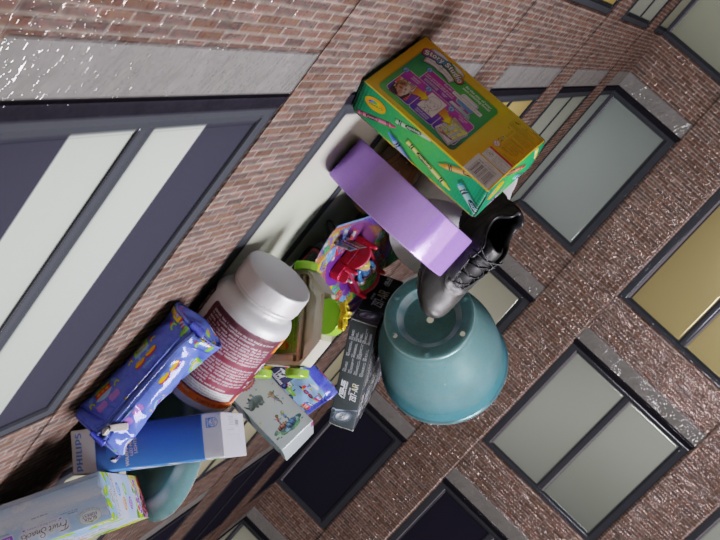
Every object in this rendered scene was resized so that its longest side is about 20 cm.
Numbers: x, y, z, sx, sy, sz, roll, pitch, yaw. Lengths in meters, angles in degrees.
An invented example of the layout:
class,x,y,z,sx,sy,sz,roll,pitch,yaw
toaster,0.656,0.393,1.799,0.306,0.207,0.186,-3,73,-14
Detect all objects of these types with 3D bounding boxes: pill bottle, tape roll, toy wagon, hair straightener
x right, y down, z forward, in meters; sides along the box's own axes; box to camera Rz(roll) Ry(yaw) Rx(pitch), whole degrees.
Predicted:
class,x,y,z,sx,sy,sz,roll,pitch,yaw
pill bottle,-0.162,0.079,1.451,0.200,0.114,0.114,-50,170,20
tape roll,0.053,-0.083,1.474,0.066,0.200,0.200,-47,171,5
toy wagon,-0.084,0.066,1.492,0.199,0.156,0.039,-3,168,39
hair straightener,-0.104,0.005,1.680,0.200,0.041,0.077,-52,-175,0

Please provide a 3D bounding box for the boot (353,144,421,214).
class,x,y,z,sx,sy,sz,roll,pitch,yaw
boot,0.077,-0.176,1.634,0.200,0.070,0.146,-40,-170,46

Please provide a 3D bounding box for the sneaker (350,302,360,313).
class,x,y,z,sx,sy,sz,roll,pitch,yaw
sneaker,-0.059,0.050,1.849,0.200,0.081,0.088,-35,168,36

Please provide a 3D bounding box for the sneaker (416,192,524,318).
class,x,y,z,sx,sy,sz,roll,pitch,yaw
sneaker,0.149,-0.018,1.535,0.200,0.076,0.091,-58,-149,5

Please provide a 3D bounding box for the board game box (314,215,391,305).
class,x,y,z,sx,sy,sz,roll,pitch,yaw
board game box,0.000,0.000,1.633,0.200,0.039,0.159,-19,133,-51

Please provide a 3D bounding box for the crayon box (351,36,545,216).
class,x,y,z,sx,sy,sz,roll,pitch,yaw
crayon box,0.104,-0.173,1.328,0.119,0.200,0.058,-40,168,-32

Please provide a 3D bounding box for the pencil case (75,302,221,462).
class,x,y,z,sx,sy,sz,roll,pitch,yaw
pencil case,-0.257,0.133,1.357,0.200,0.078,0.087,-48,-167,-2

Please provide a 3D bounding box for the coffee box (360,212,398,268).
class,x,y,z,sx,sy,sz,roll,pitch,yaw
coffee box,0.059,-0.082,1.824,0.200,0.044,0.124,-30,129,-59

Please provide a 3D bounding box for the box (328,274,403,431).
class,x,y,z,sx,sy,sz,roll,pitch,yaw
box,0.010,0.129,1.782,0.160,0.043,0.201,-56,161,-59

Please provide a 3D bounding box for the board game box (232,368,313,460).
class,x,y,z,sx,sy,sz,roll,pitch,yaw
board game box,-0.157,0.174,1.604,0.064,0.200,0.148,-45,171,-13

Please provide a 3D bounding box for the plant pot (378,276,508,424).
class,x,y,z,sx,sy,sz,roll,pitch,yaw
plant pot,0.113,0.103,1.666,0.200,0.200,0.188,-45,153,-12

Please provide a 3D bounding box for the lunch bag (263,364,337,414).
class,x,y,z,sx,sy,sz,roll,pitch,yaw
lunch bag,-0.116,0.156,1.761,0.094,0.151,0.200,-41,180,-31

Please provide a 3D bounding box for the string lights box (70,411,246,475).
class,x,y,z,sx,sy,sz,roll,pitch,yaw
string lights box,-0.257,0.221,1.439,0.199,0.059,0.103,-9,170,9

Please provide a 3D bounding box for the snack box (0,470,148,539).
class,x,y,z,sx,sy,sz,roll,pitch,yaw
snack box,-0.376,0.313,1.424,0.168,0.068,0.200,-19,167,-1

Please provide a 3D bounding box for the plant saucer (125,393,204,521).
class,x,y,z,sx,sy,sz,roll,pitch,yaw
plant saucer,-0.276,0.246,1.559,0.027,0.200,0.200,21,120,-33

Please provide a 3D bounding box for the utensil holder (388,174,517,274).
class,x,y,z,sx,sy,sz,roll,pitch,yaw
utensil holder,0.142,-0.104,1.693,0.170,0.169,0.200,-56,-171,43
